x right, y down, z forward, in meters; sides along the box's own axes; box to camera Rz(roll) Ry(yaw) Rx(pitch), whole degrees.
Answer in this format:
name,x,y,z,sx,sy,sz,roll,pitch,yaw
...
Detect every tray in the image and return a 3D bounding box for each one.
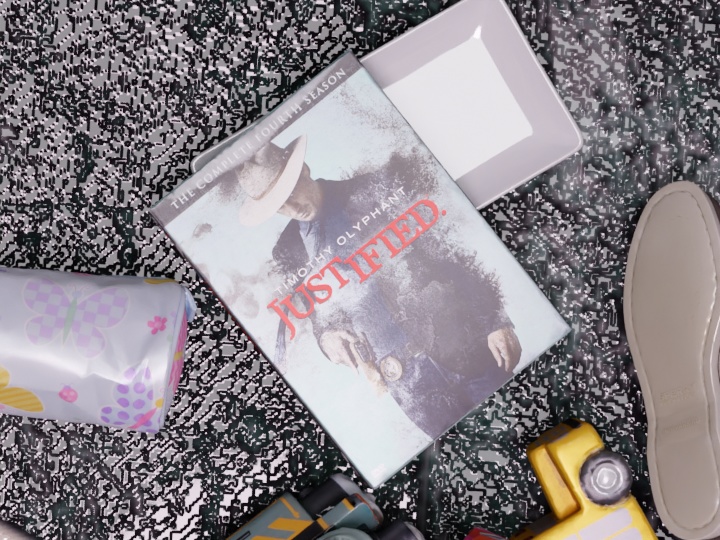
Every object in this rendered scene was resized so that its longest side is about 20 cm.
name,x,y,z,sx,sy,sz,roll,pitch,yaw
tray,0.015,-0.065,1.434,0.200,0.022,0.107,-31,90,-3

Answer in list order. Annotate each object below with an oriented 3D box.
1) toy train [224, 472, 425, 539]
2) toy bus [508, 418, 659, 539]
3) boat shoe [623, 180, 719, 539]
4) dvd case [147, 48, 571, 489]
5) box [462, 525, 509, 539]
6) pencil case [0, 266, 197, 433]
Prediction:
name,x,y,z,sx,sy,sz,roll,pitch,yaw
toy train,-0.058,0.191,1.384,0.200,0.114,0.085,-39,131,-7
toy bus,0.145,0.183,1.419,0.078,0.065,0.200,-30,91,-1
boat shoe,0.195,0.051,1.425,0.059,0.072,0.200,7,73,-43
dvd case,0.000,0.000,1.412,0.146,0.022,0.200,-38,93,-3
box,0.057,0.252,1.362,0.095,0.100,0.200,23,105,10
pencil case,-0.193,0.033,1.391,0.200,0.083,0.091,10,52,-3
